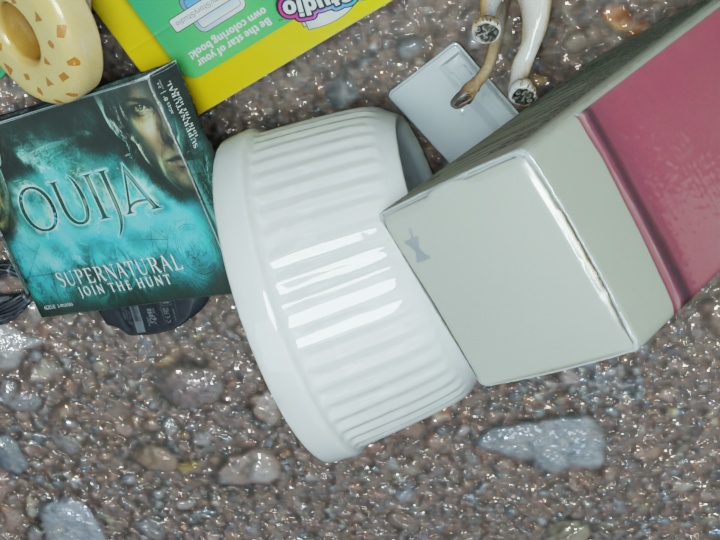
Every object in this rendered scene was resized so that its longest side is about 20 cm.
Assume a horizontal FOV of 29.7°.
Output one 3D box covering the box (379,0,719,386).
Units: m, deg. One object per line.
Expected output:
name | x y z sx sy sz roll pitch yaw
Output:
box | 0.132 -0.045 0.704 0.110 0.199 0.127 58 147 -7

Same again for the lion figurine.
lion figurine | 0.100 -0.185 0.715 0.072 0.124 0.200 20 141 -22

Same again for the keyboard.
keyboard | 0.102 -0.055 0.851 0.056 0.011 0.200 -31 114 32

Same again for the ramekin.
ramekin | 0.000 0.000 0.797 0.104 0.201 0.202 -19 120 10

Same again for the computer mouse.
computer mouse | -0.192 0.013 0.939 0.197 0.034 0.059 -2 115 19

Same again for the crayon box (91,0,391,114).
crayon box | -0.069 -0.202 0.749 0.198 0.059 0.173 -25 118 25

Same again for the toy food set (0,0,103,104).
toy food set | -0.232 -0.185 0.754 0.196 0.049 0.201 15 142 33

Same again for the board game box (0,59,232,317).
board game box | -0.159 -0.043 0.833 0.198 0.028 0.137 -8 111 41
